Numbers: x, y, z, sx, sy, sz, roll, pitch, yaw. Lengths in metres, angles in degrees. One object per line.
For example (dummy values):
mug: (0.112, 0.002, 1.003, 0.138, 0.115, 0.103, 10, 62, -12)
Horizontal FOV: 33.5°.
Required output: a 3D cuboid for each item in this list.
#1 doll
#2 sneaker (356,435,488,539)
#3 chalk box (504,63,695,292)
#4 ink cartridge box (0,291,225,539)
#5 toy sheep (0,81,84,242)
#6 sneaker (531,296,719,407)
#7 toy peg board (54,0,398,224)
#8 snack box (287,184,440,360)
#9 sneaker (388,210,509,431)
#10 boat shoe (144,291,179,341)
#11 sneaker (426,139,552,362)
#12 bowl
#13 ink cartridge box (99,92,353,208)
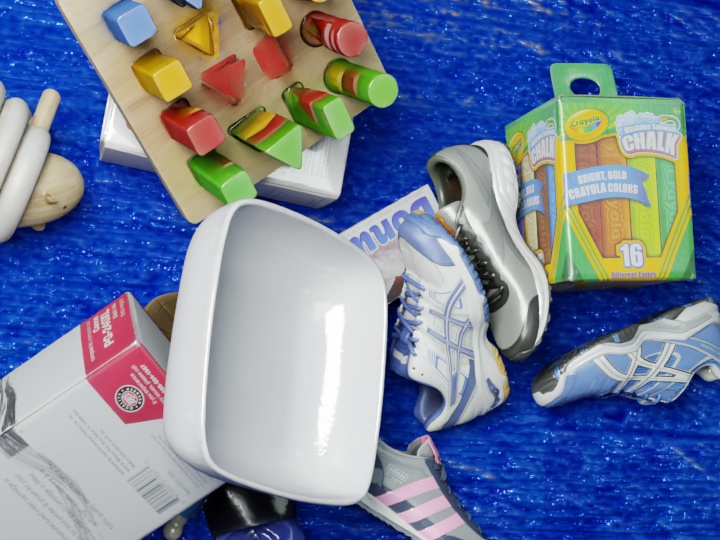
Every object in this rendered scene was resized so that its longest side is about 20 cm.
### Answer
doll: (-0.095, 0.201, 0.984, 0.135, 0.048, 0.203, -13, 88, -2)
sneaker: (0.059, 0.190, 1.016, 0.199, 0.070, 0.083, 34, 81, -11)
chalk box: (0.206, -0.086, 1.052, 0.123, 0.124, 0.203, -2, 86, -15)
ink cartridge box: (-0.210, 0.137, 0.891, 0.199, 0.084, 0.146, -33, 122, 1)
toy sheep: (-0.307, -0.093, 0.916, 0.198, 0.138, 0.139, 21, 80, -16)
sneaker: (0.247, 0.087, 1.071, 0.198, 0.076, 0.078, -19, 85, -14)
toy peg board: (-0.080, -0.160, 0.874, 0.199, 0.098, 0.200, -35, 119, -13)
snack box: (0.000, 0.000, 1.011, 0.199, 0.024, 0.072, -31, 93, -34)
sneaker: (0.060, 0.050, 0.998, 0.087, 0.075, 0.202, -27, 116, -13)
boat shoe: (-0.096, 0.053, 0.992, 0.198, 0.065, 0.073, 2, 75, -30)
sneaker: (0.105, -0.016, 1.028, 0.079, 0.074, 0.202, -3, 69, -30)
bowl: (-0.065, 0.064, 0.872, 0.199, 0.074, 0.202, 25, 65, -48)
ink cartridge box: (-0.107, -0.146, 0.995, 0.198, 0.083, 0.148, 12, 83, -14)
